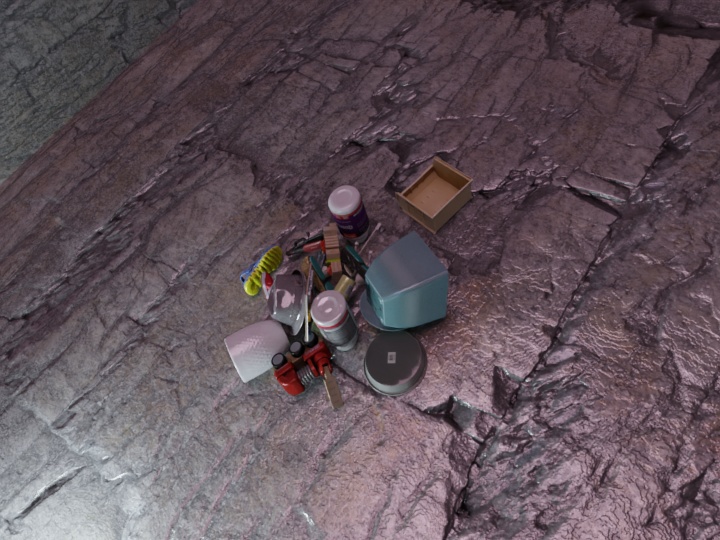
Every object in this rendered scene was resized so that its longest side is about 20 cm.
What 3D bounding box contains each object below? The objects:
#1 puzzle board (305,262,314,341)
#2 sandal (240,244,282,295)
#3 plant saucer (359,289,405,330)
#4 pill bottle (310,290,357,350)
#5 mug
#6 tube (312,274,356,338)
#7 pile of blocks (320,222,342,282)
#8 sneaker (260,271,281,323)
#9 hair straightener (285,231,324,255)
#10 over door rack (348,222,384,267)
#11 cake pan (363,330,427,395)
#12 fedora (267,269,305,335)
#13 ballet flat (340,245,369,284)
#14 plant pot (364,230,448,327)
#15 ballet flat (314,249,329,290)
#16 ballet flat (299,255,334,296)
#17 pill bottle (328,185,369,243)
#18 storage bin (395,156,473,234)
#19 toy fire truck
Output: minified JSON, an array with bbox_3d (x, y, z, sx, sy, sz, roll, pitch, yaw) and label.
[{"bbox_3d":[-0.152,0.091,1.579,0.017,0.155,0.201,2,27,-3],"label":"puzzle board"},{"bbox_3d":[-0.353,-0.012,1.836,0.086,0.080,0.201,18,60,42],"label":"sandal"},{"bbox_3d":[0.094,0.116,1.612,0.194,0.039,0.204,0,45,0],"label":"plant saucer"},{"bbox_3d":[-0.069,0.157,1.557,0.107,0.202,0.113,-8,54,11],"label":"pill bottle"},{"bbox_3d":[-0.319,0.228,1.639,0.172,0.151,0.200,-26,23,-13],"label":"mug"},{"bbox_3d":[-0.085,0.111,1.642,0.057,0.052,0.203,28,87,21],"label":"tube"},{"bbox_3d":[-0.101,-0.056,1.728,0.060,0.082,0.206,-5,69,-7],"label":"pile of blocks"},{"bbox_3d":[-0.262,0.075,1.750,0.110,0.071,0.204,-25,62,4],"label":"sneaker"},{"bbox_3d":[-0.190,-0.093,1.824,0.197,0.041,0.078,-19,41,37],"label":"hair straightener"},{"bbox_3d":[0.057,-0.064,1.743,0.146,0.067,0.201,32,72,31],"label":"over door rack"},{"bbox_3d":[0.098,0.262,1.538,0.194,0.037,0.205,-8,56,12],"label":"cake pan"},{"bbox_3d":[-0.231,0.089,1.595,0.088,0.178,0.204,10,51,-23],"label":"fedora"},{"bbox_3d":[0.000,0.000,1.675,0.200,0.067,0.069,45,112,39],"label":"ballet flat"},{"bbox_3d":[0.121,0.046,1.526,0.196,0.199,0.197,-23,49,-15],"label":"plant pot"},{"bbox_3d":[-0.119,-0.022,1.772,0.072,0.075,0.205,3,61,19],"label":"ballet flat"},{"bbox_3d":[-0.130,0.048,1.694,0.070,0.071,0.203,-34,96,-8],"label":"ballet flat"},{"bbox_3d":[-0.033,-0.181,1.763,0.109,0.202,0.115,-8,55,12],"label":"pill bottle"},{"bbox_3d":[0.250,-0.263,1.794,0.199,0.094,0.198,-42,56,-12],"label":"storage bin"},{"bbox_3d":[-0.146,0.315,1.544,0.174,0.130,0.201,-33,44,-5],"label":"toy fire truck"}]
